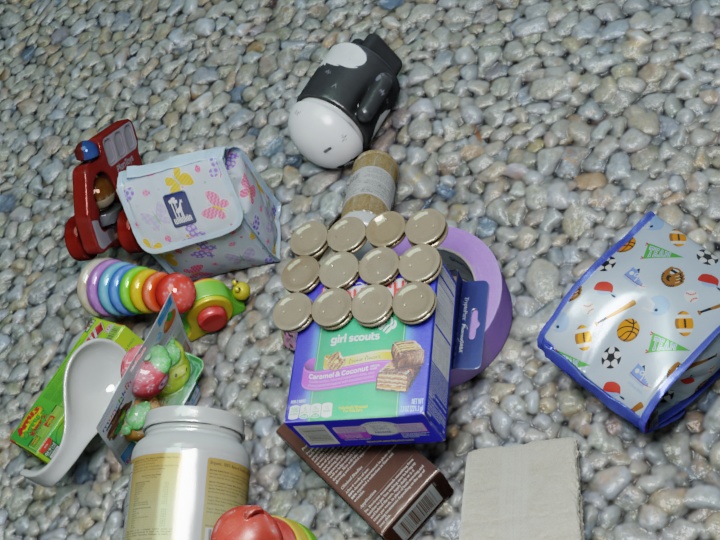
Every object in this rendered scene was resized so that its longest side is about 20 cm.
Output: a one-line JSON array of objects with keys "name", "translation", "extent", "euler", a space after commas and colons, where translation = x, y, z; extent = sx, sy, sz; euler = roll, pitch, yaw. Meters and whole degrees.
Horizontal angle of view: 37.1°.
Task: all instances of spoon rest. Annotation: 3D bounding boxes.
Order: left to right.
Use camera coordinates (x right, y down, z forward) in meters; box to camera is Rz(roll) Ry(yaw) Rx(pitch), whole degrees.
[{"name": "spoon rest", "translation": [-0.357, 0.183, 1.367], "extent": [0.060, 0.099, 0.202], "euler": [8, 67, 51]}]

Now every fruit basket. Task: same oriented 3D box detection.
[{"name": "fruit basket", "translation": [-0.259, 0.145, 1.339], "extent": [0.093, 0.201, 0.187], "euler": [25, 67, 4]}]

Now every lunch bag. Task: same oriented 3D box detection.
[{"name": "lunch bag", "translation": [-0.219, -0.081, 1.466], "extent": [0.167, 0.201, 0.129], "euler": [-11, 54, 14]}, {"name": "lunch bag", "translation": [0.319, 0.067, 1.195], "extent": [0.199, 0.125, 0.170], "euler": [-40, 53, -16]}]

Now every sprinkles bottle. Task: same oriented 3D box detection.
[{"name": "sprinkles bottle", "translation": [0.010, -0.086, 1.411], "extent": [0.067, 0.069, 0.201], "euler": [-11, 31, 15]}]

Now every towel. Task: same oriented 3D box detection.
[{"name": "towel", "translation": [0.173, 0.251, 1.143], "extent": [0.130, 0.035, 0.201], "euler": [-10, 25, 15]}]

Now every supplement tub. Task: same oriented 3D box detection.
[{"name": "supplement tub", "translation": [-0.201, 0.271, 1.248], "extent": [0.142, 0.145, 0.203], "euler": [-6, 65, 19]}]

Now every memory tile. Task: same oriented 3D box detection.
[{"name": "memory tile", "translation": [0.000, 0.000, 1.223], "extent": [0.197, 0.017, 0.155], "euler": [-5, 55, 22]}]

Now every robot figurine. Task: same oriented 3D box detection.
[{"name": "robot figurine", "translation": [-0.019, -0.241, 1.538], "extent": [0.124, 0.151, 0.202], "euler": [28, 70, 11]}]

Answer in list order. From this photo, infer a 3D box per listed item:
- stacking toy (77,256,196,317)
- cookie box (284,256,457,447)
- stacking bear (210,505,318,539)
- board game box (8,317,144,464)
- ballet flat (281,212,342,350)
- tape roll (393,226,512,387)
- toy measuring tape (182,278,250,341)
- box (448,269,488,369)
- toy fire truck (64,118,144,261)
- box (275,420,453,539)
[{"name": "stacking toy", "translation": [-0.297, 0.030, 1.456], "extent": [0.198, 0.085, 0.086], "euler": [5, 59, 42]}, {"name": "cookie box", "translation": [0.014, 0.090, 1.214], "extent": [0.168, 0.075, 0.203], "euler": [-7, 56, 21]}, {"name": "stacking bear", "translation": [-0.095, 0.316, 1.154], "extent": [0.121, 0.201, 0.114], "euler": [-36, 52, -3]}, {"name": "board game box", "translation": [-0.381, 0.164, 1.449], "extent": [0.101, 0.048, 0.201], "euler": [6, 58, 52]}, {"name": "ballet flat", "translation": [-0.060, 0.007, 1.423], "extent": [0.068, 0.071, 0.202], "euler": [15, 66, 31]}, {"name": "tape roll", "translation": [0.087, 0.046, 1.341], "extent": [0.197, 0.066, 0.203], "euler": [-11, 55, 15]}, {"name": "toy measuring tape", "translation": [-0.242, 0.063, 1.464], "extent": [0.198, 0.074, 0.074], "euler": [-27, 52, 4]}, {"name": "box", "translation": [0.052, 0.060, 1.287], "extent": [0.197, 0.033, 0.123], "euler": [-2, 58, 20]}, {"name": "toy fire truck", "translation": [-0.361, -0.115, 1.548], "extent": [0.110, 0.171, 0.200], "euler": [-7, 20, 18]}, {"name": "box", "translation": [0.003, 0.223, 1.256], "extent": [0.100, 0.075, 0.199], "euler": [-45, 55, -9]}]
